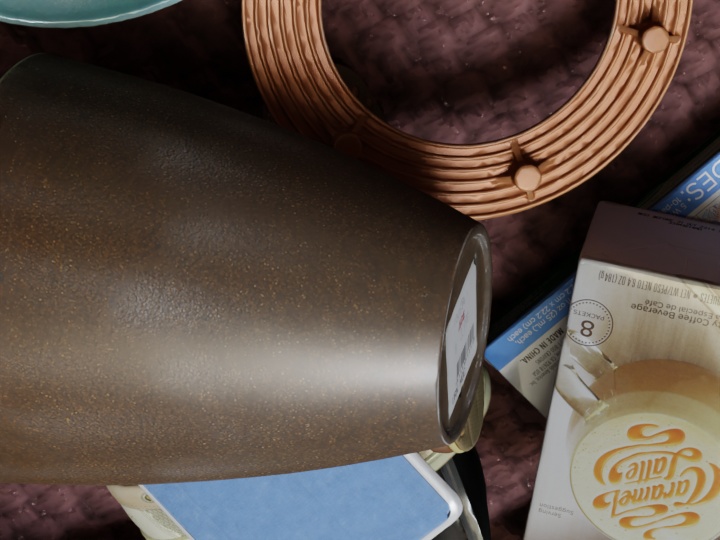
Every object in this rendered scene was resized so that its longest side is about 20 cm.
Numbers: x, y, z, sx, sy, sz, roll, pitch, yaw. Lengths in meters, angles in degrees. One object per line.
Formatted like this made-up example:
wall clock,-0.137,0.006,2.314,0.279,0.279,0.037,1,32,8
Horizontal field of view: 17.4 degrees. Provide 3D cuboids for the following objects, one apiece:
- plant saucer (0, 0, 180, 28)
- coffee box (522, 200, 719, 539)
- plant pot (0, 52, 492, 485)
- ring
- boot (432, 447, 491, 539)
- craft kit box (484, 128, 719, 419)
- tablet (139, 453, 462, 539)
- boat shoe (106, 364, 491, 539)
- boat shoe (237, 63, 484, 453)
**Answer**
plant saucer,-0.121,-0.191,0.953,0.200,0.036,0.200,-5,130,-6
coffee box,0.144,0.081,1.112,0.114,0.080,0.200,12,114,8
plant pot,-0.051,0.013,0.995,0.200,0.187,0.187,8,132,14
ring,0.048,-0.115,1.015,0.200,0.019,0.201,-3,109,-8
boot,-0.015,0.169,1.257,0.174,0.069,0.200,-4,123,4
craft kit box,0.197,0.041,1.152,0.200,0.049,0.198,-40,98,23
tablet,-0.058,0.076,1.134,0.200,0.014,0.130,47,119,-4
boat shoe,-0.032,0.083,1.178,0.200,0.072,0.065,-22,131,15
boat shoe,0.000,0.000,1.103,0.067,0.072,0.200,-15,114,26
